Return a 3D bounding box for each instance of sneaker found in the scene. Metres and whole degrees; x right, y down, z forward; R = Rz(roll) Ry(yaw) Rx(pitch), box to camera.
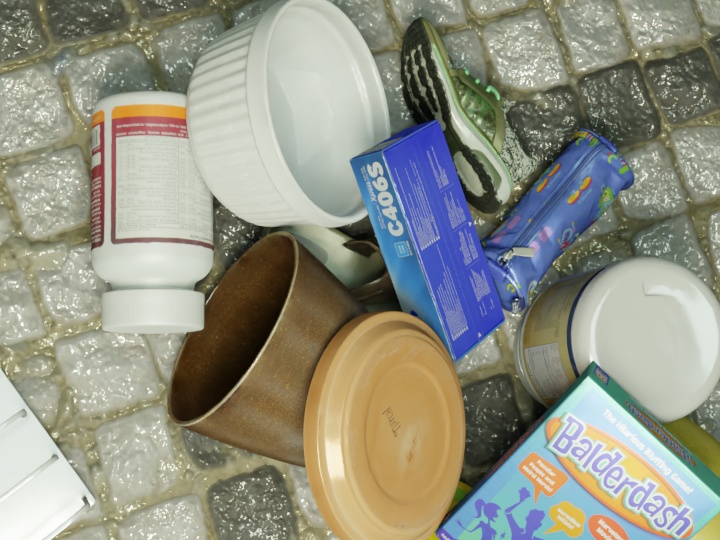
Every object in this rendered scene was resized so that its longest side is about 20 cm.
[{"bbox_3d":[0.108,-0.159,1.202,0.088,0.077,0.202,-30,96,-29],"label":"sneaker"}]

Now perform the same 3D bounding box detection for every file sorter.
[{"bbox_3d":[-0.332,0.157,1.014,0.138,0.124,0.201,-37,92,-16],"label":"file sorter"}]

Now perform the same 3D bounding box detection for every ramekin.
[{"bbox_3d":[-0.066,-0.133,1.089,0.199,0.104,0.203,19,67,-54],"label":"ramekin"}]

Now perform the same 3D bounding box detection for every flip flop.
[{"bbox_3d":[0.000,0.000,1.151,0.198,0.058,0.082,27,77,-9],"label":"flip flop"}]

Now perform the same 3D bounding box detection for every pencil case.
[{"bbox_3d":[0.183,-0.049,1.190,0.078,0.087,0.200,40,74,11],"label":"pencil case"}]

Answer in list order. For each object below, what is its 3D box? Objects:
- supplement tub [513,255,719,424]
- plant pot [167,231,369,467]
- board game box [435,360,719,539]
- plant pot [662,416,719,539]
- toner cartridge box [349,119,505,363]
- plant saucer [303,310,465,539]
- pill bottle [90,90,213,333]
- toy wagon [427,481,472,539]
[{"bbox_3d":[0.230,0.069,1.125,0.142,0.200,0.147,1,83,-12],"label":"supplement tub"},{"bbox_3d":[-0.037,0.098,1.082,0.199,0.186,0.189,34,75,-24],"label":"plant pot"},{"bbox_3d":[0.182,0.201,1.022,0.152,0.045,0.201,41,110,5],"label":"board game box"},{"bbox_3d":[0.271,0.212,1.121,0.198,0.200,0.143,-25,86,-16],"label":"plant pot"},{"bbox_3d":[0.063,-0.025,1.110,0.095,0.043,0.203,-31,106,-46],"label":"toner cartridge box"},{"bbox_3d":[0.030,0.135,1.017,0.199,0.032,0.204,8,80,-49],"label":"plant saucer"},{"bbox_3d":[-0.184,-0.048,1.085,0.108,0.109,0.203,0,83,-14],"label":"pill bottle"},{"bbox_3d":[0.078,0.259,1.081,0.154,0.201,0.040,27,118,-9],"label":"toy wagon"}]
